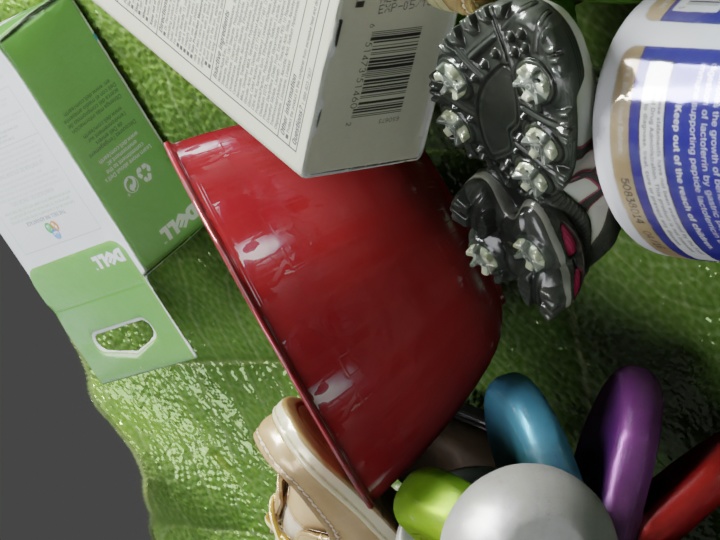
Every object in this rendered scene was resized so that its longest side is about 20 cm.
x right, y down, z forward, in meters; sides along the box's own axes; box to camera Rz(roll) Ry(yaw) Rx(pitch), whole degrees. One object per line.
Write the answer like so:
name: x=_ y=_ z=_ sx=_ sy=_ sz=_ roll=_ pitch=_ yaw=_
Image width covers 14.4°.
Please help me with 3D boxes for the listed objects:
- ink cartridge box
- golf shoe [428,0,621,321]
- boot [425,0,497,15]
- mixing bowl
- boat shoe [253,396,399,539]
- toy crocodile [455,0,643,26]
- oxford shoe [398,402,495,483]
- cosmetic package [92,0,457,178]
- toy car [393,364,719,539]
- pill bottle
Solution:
ink cartridge box: x=-0.151 y=-0.042 z=1.545 sx=0.104 sy=0.059 sz=0.201 roll=-16 pitch=110 yaw=51
golf shoe: x=0.083 y=-0.066 z=1.231 sx=0.077 sy=0.088 sz=0.200 roll=39 pitch=159 yaw=23
boot: x=0.110 y=-0.171 z=1.136 sx=0.155 sy=0.073 sz=0.201 roll=28 pitch=116 yaw=21
mixing bowl: x=0.000 y=0.000 z=1.358 sx=0.201 sy=0.108 sz=0.200 roll=60 pitch=180 yaw=0
boat shoe: x=-0.013 y=0.136 z=1.487 sx=0.200 sy=0.069 sz=0.074 roll=51 pitch=-172 yaw=-50
toy crocodile: x=0.057 y=-0.126 z=1.267 sx=0.199 sy=0.061 sz=0.068 roll=-12 pitch=82 yaw=51
oxford shoe: x=0.070 y=0.135 z=1.462 sx=0.200 sy=0.084 sz=0.073 roll=38 pitch=144 yaw=17
cosmetic package: x=-0.047 y=-0.136 z=1.282 sx=0.200 sy=0.073 sz=0.104 roll=42 pitch=129 yaw=39
toy car: x=0.118 y=0.122 z=1.340 sx=0.199 sy=0.151 sz=0.175 roll=26 pitch=172 yaw=-5
pill bottle: x=0.201 y=-0.055 z=1.134 sx=0.199 sy=0.116 sz=0.116 roll=7 pitch=127 yaw=42
